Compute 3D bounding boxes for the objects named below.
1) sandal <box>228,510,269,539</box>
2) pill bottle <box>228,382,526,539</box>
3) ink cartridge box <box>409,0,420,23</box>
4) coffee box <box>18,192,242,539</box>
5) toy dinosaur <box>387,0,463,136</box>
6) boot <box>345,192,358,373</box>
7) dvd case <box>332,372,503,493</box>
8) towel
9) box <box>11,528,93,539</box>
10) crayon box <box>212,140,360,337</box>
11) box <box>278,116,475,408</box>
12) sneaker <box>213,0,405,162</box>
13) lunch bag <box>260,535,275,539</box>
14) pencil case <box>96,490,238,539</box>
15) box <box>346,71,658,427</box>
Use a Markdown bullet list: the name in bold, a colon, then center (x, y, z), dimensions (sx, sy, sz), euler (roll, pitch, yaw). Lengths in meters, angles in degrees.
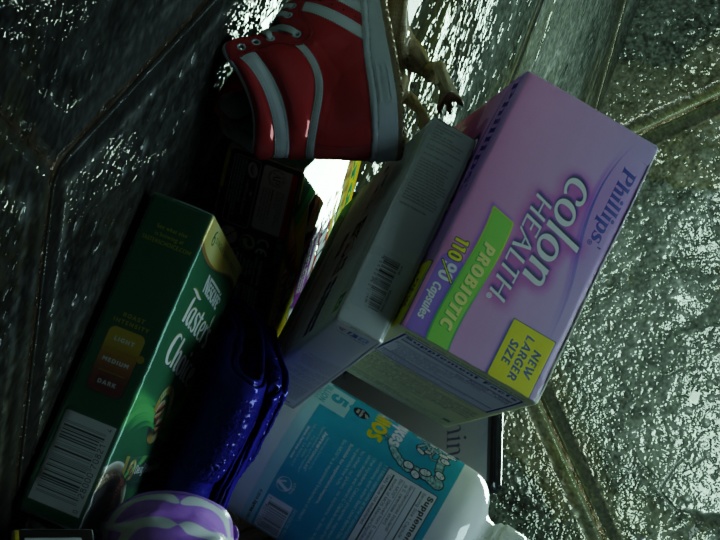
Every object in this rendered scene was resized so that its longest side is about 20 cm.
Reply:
- **sandal**: center (-0.103, 0.159, 1.577), dimensions (0.212, 0.077, 0.070), euler (-40, 130, -52)
- **pill bottle**: center (0.010, 0.158, 1.520), dimensions (0.111, 0.199, 0.111), euler (-59, 177, -5)
- **ink cartridge box**: center (0.034, -0.265, 1.586), dimensions (0.198, 0.047, 0.201), euler (58, 55, -76)
- **coffee box**: center (-0.132, 0.065, 1.323), dimensions (0.123, 0.044, 0.201), euler (73, 38, -73)
- **toy dinosaur**: center (0.022, -0.135, 1.444), dimensions (0.201, 0.058, 0.102), euler (99, -26, -51)
- **boot**: center (0.022, 0.006, 1.665), dimensions (0.077, 0.199, 0.139), euler (42, 62, -53)
- **dvd case**: center (0.016, 0.105, 1.682), dimensions (0.018, 0.199, 0.144), euler (35, 52, -54)
- **towel**: center (-0.104, 0.127, 1.392), dimensions (0.201, 0.049, 0.148), euler (-62, -168, 15)
- **box**: center (-0.170, 0.258, 1.207), dimensions (0.200, 0.049, 0.160), euler (110, -26, -51)
- **crayon box**: center (-0.055, -0.021, 1.526), dimensions (0.173, 0.058, 0.201), euler (-53, 160, -59)
- **box**: center (0.000, 0.000, 1.405), dimensions (0.145, 0.036, 0.200), euler (-64, -171, -20)
- **sneaker**: center (-0.040, -0.146, 1.392), dimensions (0.071, 0.112, 0.201), euler (94, -12, -49)
- **lunch bag**: center (-0.078, 0.224, 1.597), dimensions (0.094, 0.150, 0.200), euler (66, 27, -27)
- **pencil case**: center (-0.100, 0.216, 1.224), dimensions (0.084, 0.085, 0.201), euler (118, -26, -43)
- **box**: center (0.077, -0.007, 1.407), dimensions (0.177, 0.096, 0.200), euler (-62, -171, -13)
